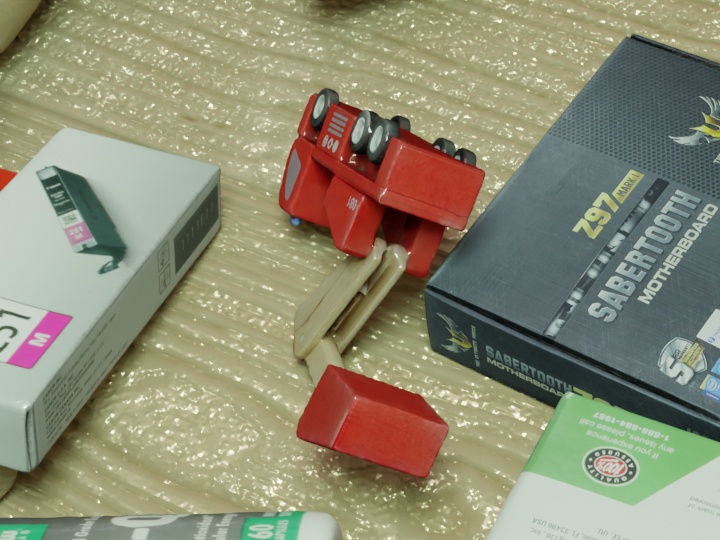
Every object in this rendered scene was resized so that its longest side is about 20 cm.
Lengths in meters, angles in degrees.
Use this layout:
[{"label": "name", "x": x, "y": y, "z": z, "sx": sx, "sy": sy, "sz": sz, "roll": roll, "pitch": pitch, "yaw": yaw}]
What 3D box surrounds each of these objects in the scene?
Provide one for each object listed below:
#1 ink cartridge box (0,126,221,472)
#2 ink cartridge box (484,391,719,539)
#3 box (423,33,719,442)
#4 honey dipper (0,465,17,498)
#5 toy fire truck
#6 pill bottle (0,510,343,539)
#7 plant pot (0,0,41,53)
[{"label": "ink cartridge box", "x": -0.184, "y": -0.003, "z": 0.888, "sx": 0.173, "sy": 0.044, "sz": 0.200, "roll": 15, "pitch": 40, "yaw": 15}, {"label": "ink cartridge box", "x": 0.104, "y": 0.164, "z": 0.708, "sx": 0.145, "sy": 0.088, "sz": 0.200, "roll": 18, "pitch": 52, "yaw": 21}, {"label": "box", "x": 0.147, "y": -0.013, "z": 0.881, "sx": 0.157, "sy": 0.051, "sz": 0.200, "roll": 25, "pitch": 56, "yaw": 27}, {"label": "honey dipper", "x": -0.223, "y": 0.039, "z": 0.893, "sx": 0.038, "sy": 0.038, "sz": 0.200, "roll": -29, "pitch": 49, "yaw": -18}, {"label": "toy fire truck", "x": 0.000, "y": 0.000, "z": 0.859, "sx": 0.049, "sy": 0.142, "sz": 0.200, "roll": 19, "pitch": 7, "yaw": -22}, {"label": "pill bottle", "x": -0.106, "y": 0.153, "z": 0.725, "sx": 0.199, "sy": 0.113, "sz": 0.113, "roll": -2, "pitch": 49, "yaw": 4}, {"label": "plant pot", "x": -0.242, "y": -0.185, "z": 1.008, "sx": 0.199, "sy": 0.200, "sz": 0.135, "roll": -2, "pitch": 86, "yaw": 5}]
